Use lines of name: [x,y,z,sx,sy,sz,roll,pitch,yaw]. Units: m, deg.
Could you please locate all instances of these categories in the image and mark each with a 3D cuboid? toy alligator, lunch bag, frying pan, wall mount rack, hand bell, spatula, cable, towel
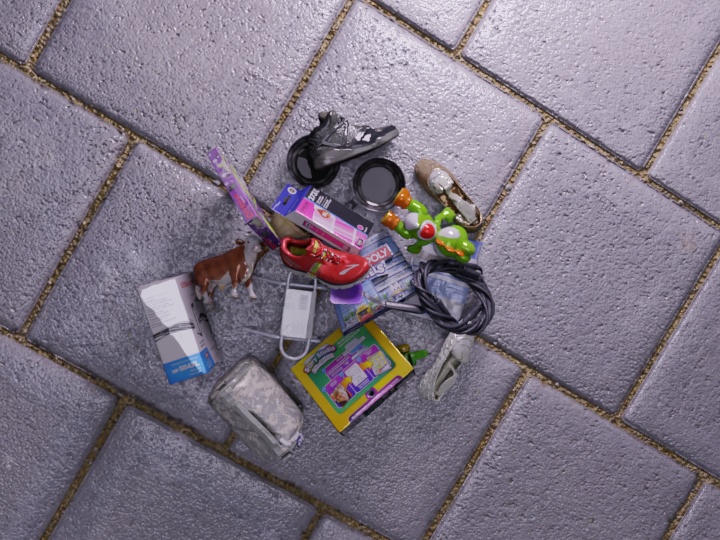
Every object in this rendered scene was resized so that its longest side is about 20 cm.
toy alligator: [0.052,0.203,1.344,0.198,0.054,0.060,-11,95,-3]
lunch bag: [-0.212,0.290,1.275,0.139,0.168,0.200,-43,96,0]
frying pan: [-0.088,-0.193,1.312,0.114,0.031,0.191,-20,93,-8]
wall mount rack: [-0.161,0.083,1.315,0.172,0.075,0.202,7,93,-8]
frying pan: [0.018,-0.151,1.321,0.115,0.031,0.191,32,99,-6]
hand bell: [-0.207,-0.045,1.304,0.200,0.104,0.104,-42,96,12]
spatula: [0.038,0.060,1.235,0.199,0.021,0.057,14,49,-15]
cable: [0.189,0.053,1.293,0.199,0.051,0.164,9,68,-27]
towel: [0.173,0.013,1.355,0.146,0.024,0.201,17,92,-6]

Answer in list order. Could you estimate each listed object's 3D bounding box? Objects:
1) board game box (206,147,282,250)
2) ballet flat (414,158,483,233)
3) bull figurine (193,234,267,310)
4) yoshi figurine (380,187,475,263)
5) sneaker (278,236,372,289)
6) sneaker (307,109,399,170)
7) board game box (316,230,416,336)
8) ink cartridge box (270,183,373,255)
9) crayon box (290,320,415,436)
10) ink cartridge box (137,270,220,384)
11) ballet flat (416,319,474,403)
board game box: [-0.229,-0.141,1.222,0.032,0.120,0.200,-32,60,-3]
ballet flat: [0.195,-0.163,1.323,0.200,0.065,0.071,45,88,-6]
bull figurine: [-0.264,0.005,1.265,0.199,0.065,0.122,-17,69,33]
yoshi figurine: [0.149,-0.085,1.300,0.199,0.113,0.112,32,59,0]
sneaker: [-0.076,-0.022,1.216,0.199,0.085,0.077,10,55,22]
sneaker: [-0.019,-0.290,1.284,0.198,0.076,0.115,-20,96,-13]
board game box: [0.000,0.000,1.299,0.199,0.062,0.201,-30,77,-8]
ink cartridge box: [-0.075,-0.110,1.257,0.199,0.095,0.037,29,134,-5]
crayon box: [-0.016,0.211,1.296,0.200,0.058,0.173,-39,68,-7]
ink cartridge box: [-0.365,0.111,1.262,0.084,0.146,0.201,-16,96,-1]
ballet flat: [0.200,0.203,1.347,0.072,0.072,0.201,32,93,-6]
